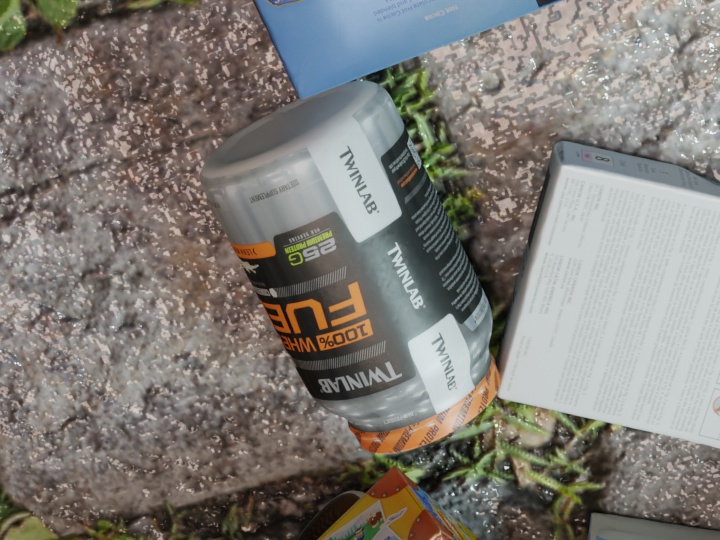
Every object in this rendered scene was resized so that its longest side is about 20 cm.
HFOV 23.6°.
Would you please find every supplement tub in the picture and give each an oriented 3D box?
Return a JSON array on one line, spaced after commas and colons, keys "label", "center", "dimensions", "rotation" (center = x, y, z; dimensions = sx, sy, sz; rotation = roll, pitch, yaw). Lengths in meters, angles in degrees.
[{"label": "supplement tub", "center": [0.000, 0.000, 1.017], "dimensions": [0.122, 0.123, 0.200], "rotation": [-21, 108, 19]}]

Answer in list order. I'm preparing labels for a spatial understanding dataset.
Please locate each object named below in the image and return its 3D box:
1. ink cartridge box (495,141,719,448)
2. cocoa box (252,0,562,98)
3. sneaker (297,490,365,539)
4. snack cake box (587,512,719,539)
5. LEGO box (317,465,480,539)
[{"label": "ink cartridge box", "center": [0.194, 0.022, 1.036], "dimensions": [0.200, 0.057, 0.163], "rotation": [11, 115, -3]}, {"label": "cocoa box", "center": [0.041, -0.198, 0.915], "dimensions": [0.200, 0.133, 0.131], "rotation": [-19, 109, 18]}, {"label": "sneaker", "center": [-0.010, 0.239, 1.169], "dimensions": [0.085, 0.073, 0.200], "rotation": [9, 111, -32]}, {"label": "snack cake box", "center": [0.193, 0.266, 1.127], "dimensions": [0.115, 0.067, 0.200], "rotation": [7, 115, 7]}, {"label": "LEGO box", "center": [0.006, 0.247, 1.087], "dimensions": [0.200, 0.077, 0.149], "rotation": [-44, 126, 2]}]
